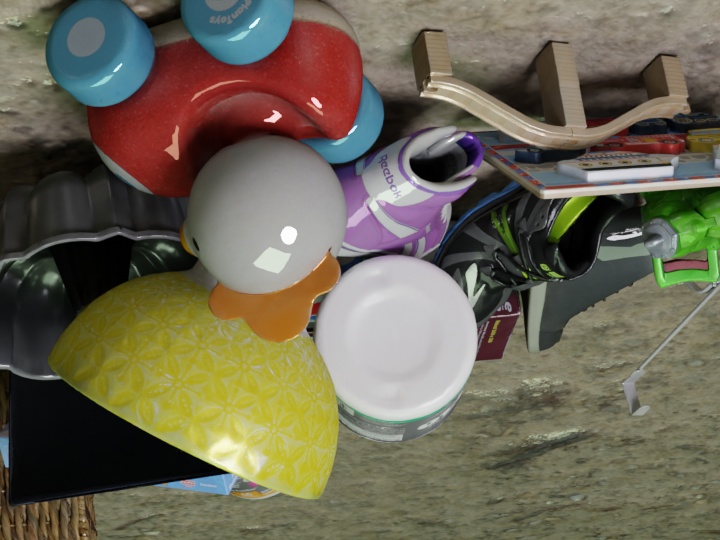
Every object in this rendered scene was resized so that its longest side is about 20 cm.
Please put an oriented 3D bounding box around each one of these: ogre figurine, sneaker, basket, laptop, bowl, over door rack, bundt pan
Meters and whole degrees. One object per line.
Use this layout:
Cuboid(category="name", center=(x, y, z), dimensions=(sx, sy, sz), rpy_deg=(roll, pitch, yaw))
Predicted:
Cuboid(category="ogre figurine", center=(0.260, -0.045, 1.234), dimensions=(0.119, 0.200, 0.099), rpy_deg=(-18, 114, 11))
Cuboid(category="sneaker", center=(0.047, -0.054, 1.174), dimensions=(0.114, 0.073, 0.200), rpy_deg=(-27, 175, 22))
Cuboid(category="sneaker", center=(0.185, 0.011, 1.405), dimensions=(0.105, 0.076, 0.200), rpy_deg=(-5, 156, 1))
Cuboid(category="basket", center=(-0.305, 0.183, 1.488), dimensions=(0.141, 0.202, 0.149), rpy_deg=(-6, 158, -7))
Cuboid(category="laptop", center=(-0.174, 0.098, 1.352), dimensions=(0.185, 0.117, 0.200), rpy_deg=(-8, -177, 3))
Cuboid(category="sneaker", center=(0.123, -0.019, 1.256), dimensions=(0.070, 0.083, 0.199), rpy_deg=(25, 124, -34))
Cuboid(category="bowl", center=(-0.088, 0.053, 1.095), dimensions=(0.199, 0.108, 0.200), rpy_deg=(28, -179, 0))
Cuboid(category="over door rack", center=(0.329, 0.044, 1.520), dimensions=(0.146, 0.067, 0.201), rpy_deg=(3, 134, -23))
Cuboid(category="bundt pan", center=(-0.182, -0.003, 1.174), dimensions=(0.200, 0.076, 0.203), rpy_deg=(-9, 150, -5))

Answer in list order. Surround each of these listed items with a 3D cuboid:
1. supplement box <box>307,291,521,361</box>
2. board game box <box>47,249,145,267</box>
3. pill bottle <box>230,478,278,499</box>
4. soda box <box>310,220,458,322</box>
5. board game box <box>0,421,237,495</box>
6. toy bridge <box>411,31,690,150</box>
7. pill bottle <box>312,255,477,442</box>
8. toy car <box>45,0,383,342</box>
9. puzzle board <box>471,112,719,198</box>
Cuboid(category="supplement box", center=(0.027, 0.038, 1.439), dimensions=(0.198, 0.062, 0.109), rpy_deg=(-4, 157, -7))
Cuboid(category="board game box", center=(-0.206, -0.022, 1.255), dimensions=(0.157, 0.039, 0.199), rpy_deg=(16, 140, -42))
Cuboid(category="pill bottle", center=(-0.125, 0.129, 1.530), dimensions=(0.115, 0.118, 0.200), rpy_deg=(-14, 157, 15))
Cuboid(category="soda box", center=(0.000, 0.000, 1.330), dimensions=(0.198, 0.069, 0.064), rpy_deg=(2, 156, -22))
Cuboid(category="board game box", center=(-0.169, 0.110, 1.375), dimensions=(0.198, 0.152, 0.037), rpy_deg=(3, 124, 22))
Cuboid(category="toy bridge", center=(0.130, -0.113, 1.111), dimensions=(0.198, 0.068, 0.027), rpy_deg=(3, 155, -23))
Cuboid(category="pill bottle", center=(0.023, 0.063, 1.230), dimensions=(0.112, 0.114, 0.200), rpy_deg=(-7, 169, -1))
Cuboid(category="toy car", center=(-0.076, -0.050, 1.019), dimensions=(0.175, 0.202, 0.184), rpy_deg=(-15, 156, 16))
Cuboid(category="puzzle board", center=(0.184, -0.081, 1.145), dimensions=(0.198, 0.018, 0.151), rpy_deg=(-5, -162, -16))
